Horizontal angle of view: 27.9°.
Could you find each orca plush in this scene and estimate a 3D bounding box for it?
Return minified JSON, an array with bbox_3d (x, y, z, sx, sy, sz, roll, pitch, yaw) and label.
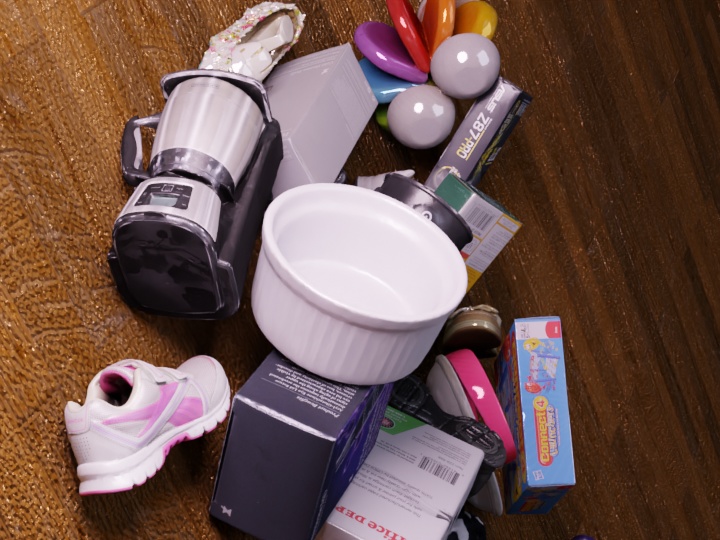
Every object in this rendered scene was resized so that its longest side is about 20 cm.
[{"bbox_3d":[0.125,0.324,1.671,0.200,0.071,0.106,36,68,-76],"label":"orca plush"}]

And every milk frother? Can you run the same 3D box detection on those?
[{"bbox_3d":[0.000,0.000,1.584,0.189,0.180,0.200,-52,165,-12],"label":"milk frother"}]

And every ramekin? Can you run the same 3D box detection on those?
[{"bbox_3d":[-0.007,0.015,1.368,0.201,0.199,0.098,-50,165,-54],"label":"ramekin"}]

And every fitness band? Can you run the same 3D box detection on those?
[{"bbox_3d":[0.139,0.165,1.738,0.200,0.037,0.145,139,-72,-85],"label":"fitness band"}]

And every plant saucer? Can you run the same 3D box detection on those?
[{"bbox_3d":[0.111,0.202,1.719,0.200,0.050,0.201,159,-90,-87],"label":"plant saucer"}]

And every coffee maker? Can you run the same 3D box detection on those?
[{"bbox_3d":[-0.140,-0.054,1.347,0.192,0.134,0.201,52,39,-38],"label":"coffee maker"}]

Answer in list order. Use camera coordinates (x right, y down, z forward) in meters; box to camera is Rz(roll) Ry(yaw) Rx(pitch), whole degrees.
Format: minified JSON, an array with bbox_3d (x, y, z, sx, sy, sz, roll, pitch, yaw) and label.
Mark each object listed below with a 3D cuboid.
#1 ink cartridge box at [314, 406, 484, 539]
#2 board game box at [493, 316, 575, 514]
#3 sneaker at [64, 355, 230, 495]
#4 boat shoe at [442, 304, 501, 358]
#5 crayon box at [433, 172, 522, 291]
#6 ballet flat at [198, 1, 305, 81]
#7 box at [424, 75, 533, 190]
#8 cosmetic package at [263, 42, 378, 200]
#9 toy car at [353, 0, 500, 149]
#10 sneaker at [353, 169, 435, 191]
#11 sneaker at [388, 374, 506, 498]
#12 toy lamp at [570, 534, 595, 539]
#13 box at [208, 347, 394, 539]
[{"bbox_3d":[0.024,0.241,1.498,0.200,0.145,0.084,-51,163,-53],"label":"ink cartridge box"},{"bbox_3d":[0.208,0.180,1.757,0.196,0.055,0.202,96,-8,-71],"label":"board game box"},{"bbox_3d":[-0.183,0.113,1.262,0.200,0.081,0.089,-42,117,-58],"label":"sneaker"},{"bbox_3d":[0.141,0.068,1.801,0.201,0.073,0.064,48,40,-75],"label":"boat shoe"},{"bbox_3d":[0.088,-0.008,1.725,0.052,0.200,0.126,44,11,34],"label":"crayon box"},{"bbox_3d":[-0.114,-0.231,1.529,0.076,0.064,0.201,61,34,-28],"label":"ballet flat"},{"bbox_3d":[0.151,-0.165,1.827,0.049,0.162,0.200,35,9,6],"label":"box"},{"bbox_3d":[-0.066,-0.147,1.538,0.091,0.106,0.200,63,31,-25],"label":"cosmetic package"},{"bbox_3d":[0.065,-0.260,1.738,0.149,0.200,0.176,27,30,-28],"label":"toy car"},{"bbox_3d":[0.070,-0.056,1.757,0.200,0.087,0.075,39,44,-50],"label":"sneaker"},{"bbox_3d":[0.061,0.181,1.609,0.200,0.091,0.076,37,31,16],"label":"sneaker"},{"bbox_3d":[0.276,0.422,1.965,0.200,0.058,0.059,-35,110,-59],"label":"toy lamp"},{"bbox_3d":[-0.049,0.146,1.392,0.200,0.104,0.149,-52,161,-55],"label":"box"}]
